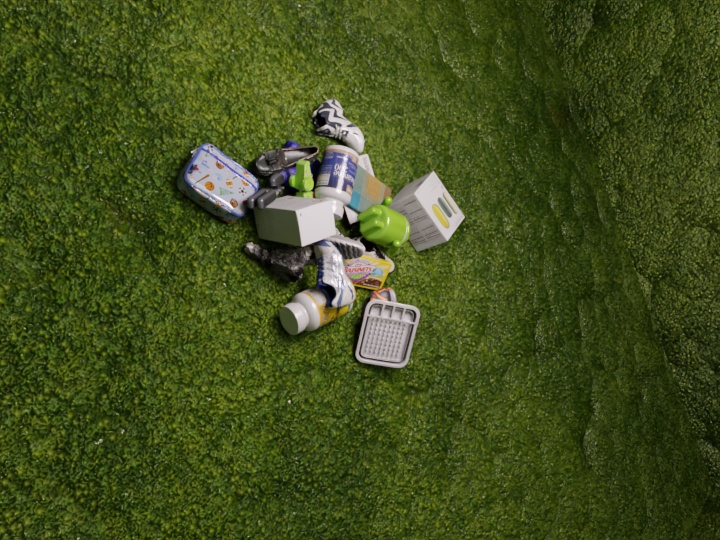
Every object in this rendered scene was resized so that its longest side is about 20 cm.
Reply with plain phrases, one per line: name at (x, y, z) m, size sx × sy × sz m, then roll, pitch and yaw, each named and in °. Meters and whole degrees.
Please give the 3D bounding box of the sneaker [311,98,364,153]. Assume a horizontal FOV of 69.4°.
sneaker at (-0.081, -0.447, 1.676) m, size 0.129 × 0.079 × 0.200 m, roll -41°, pitch 103°, yaw -37°

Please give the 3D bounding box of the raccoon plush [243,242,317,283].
raccoon plush at (-0.205, -0.062, 1.450) m, size 0.200 × 0.097 × 0.135 m, roll 38°, pitch 59°, yaw -25°

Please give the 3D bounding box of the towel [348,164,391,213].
towel at (0.018, -0.245, 1.670) m, size 0.200 × 0.022 × 0.148 m, roll 30°, pitch 65°, yaw -38°

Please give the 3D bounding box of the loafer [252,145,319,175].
loafer at (-0.211, -0.327, 1.495) m, size 0.199 × 0.063 × 0.072 m, roll -21°, pitch 90°, yaw -28°

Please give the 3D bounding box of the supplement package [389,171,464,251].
supplement package at (0.226, -0.202, 1.806) m, size 0.200 × 0.150 × 0.152 m, roll 52°, pitch 51°, yaw -15°

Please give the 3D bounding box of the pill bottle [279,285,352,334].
pill bottle at (-0.125, 0.103, 1.462) m, size 0.199 × 0.112 × 0.113 m, roll -25°, pitch 93°, yaw -41°

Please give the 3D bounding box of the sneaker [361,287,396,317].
sneaker at (0.062, 0.159, 1.631) m, size 0.111 × 0.077 × 0.201 m, roll -10°, pitch 87°, yaw -26°

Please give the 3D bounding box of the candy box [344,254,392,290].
candy box at (0.000, 0.000, 1.612) m, size 0.199 × 0.026 × 0.103 m, roll 12°, pitch 108°, yaw -36°

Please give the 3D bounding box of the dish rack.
dish rack at (0.079, 0.188, 1.580) m, size 0.170 × 0.044 × 0.201 m, roll 11°, pitch 100°, yaw -13°

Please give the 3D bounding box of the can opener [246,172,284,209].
can opener at (-0.259, -0.217, 1.426) m, size 0.200 × 0.052 × 0.067 m, roll -69°, pitch 161°, yaw -63°

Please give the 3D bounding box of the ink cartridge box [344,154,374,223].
ink cartridge box at (-0.017, -0.261, 1.682) m, size 0.176 × 0.045 × 0.201 m, roll -24°, pitch 99°, yaw -42°

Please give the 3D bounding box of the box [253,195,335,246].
box at (-0.181, -0.138, 1.416) m, size 0.124 × 0.199 × 0.098 m, roll -23°, pitch 115°, yaw -39°

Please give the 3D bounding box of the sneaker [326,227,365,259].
sneaker at (-0.074, -0.095, 1.518) m, size 0.075 × 0.199 × 0.082 m, roll 84°, pitch 29°, yaw -51°

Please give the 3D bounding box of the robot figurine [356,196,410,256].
robot figurine at (0.077, -0.135, 1.619) m, size 0.199 × 0.115 × 0.177 m, roll 17°, pitch 54°, yaw -50°

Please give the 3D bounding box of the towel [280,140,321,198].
towel at (-0.160, -0.293, 1.588) m, size 0.199 × 0.049 × 0.149 m, roll 30°, pitch 60°, yaw -29°

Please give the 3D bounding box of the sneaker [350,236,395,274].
sneaker at (0.041, -0.044, 1.661) m, size 0.199 × 0.080 × 0.074 m, roll 29°, pitch 59°, yaw -31°

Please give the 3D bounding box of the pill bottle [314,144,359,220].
pill bottle at (-0.075, -0.257, 1.536) m, size 0.110 × 0.111 × 0.201 m, roll 18°, pitch 77°, yaw -34°

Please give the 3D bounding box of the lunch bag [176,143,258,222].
lunch bag at (-0.377, -0.237, 1.383) m, size 0.200 × 0.075 × 0.161 m, roll 38°, pitch 55°, yaw -26°

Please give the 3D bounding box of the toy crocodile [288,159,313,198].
toy crocodile at (-0.162, -0.219, 1.511) m, size 0.062 × 0.067 × 0.201 m, roll -21°, pitch 117°, yaw -48°

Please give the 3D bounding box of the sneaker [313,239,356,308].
sneaker at (-0.087, 0.008, 1.415) m, size 0.088 × 0.075 × 0.201 m, roll -19°, pitch 77°, yaw -39°
